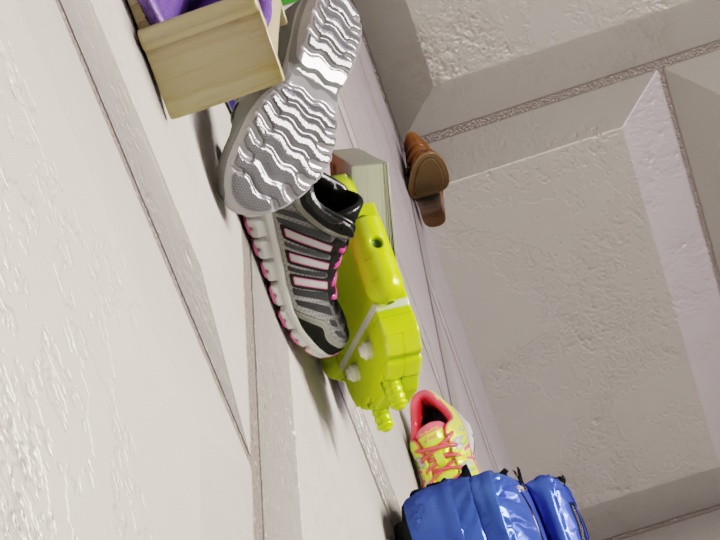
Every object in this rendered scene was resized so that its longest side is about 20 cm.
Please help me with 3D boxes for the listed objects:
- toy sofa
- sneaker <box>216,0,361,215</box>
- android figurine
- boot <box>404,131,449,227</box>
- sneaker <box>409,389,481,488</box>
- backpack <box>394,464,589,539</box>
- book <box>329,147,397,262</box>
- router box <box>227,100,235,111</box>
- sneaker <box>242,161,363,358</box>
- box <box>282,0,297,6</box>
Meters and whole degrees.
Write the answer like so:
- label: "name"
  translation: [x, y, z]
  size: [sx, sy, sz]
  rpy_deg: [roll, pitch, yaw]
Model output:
- label: "toy sofa"
  translation: [-0.102, -0.183, 1.467]
  size: [0.200, 0.083, 0.098]
  rpy_deg: [-93, 165, -72]
- label: "sneaker"
  translation: [-0.061, -0.116, 1.570]
  size: [0.075, 0.082, 0.200]
  rpy_deg: [45, 50, -28]
- label: "android figurine"
  translation: [0.000, 0.030, 1.726]
  size: [0.182, 0.041, 0.200]
  rpy_deg: [121, -44, -62]
- label: "boot"
  translation: [0.115, -0.192, 3.823]
  size: [0.200, 0.076, 0.156]
  rpy_deg: [70, 7, -55]
- label: "sneaker"
  translation: [0.088, 0.207, 2.299]
  size: [0.090, 0.078, 0.200]
  rpy_deg: [58, 8, -39]
- label: "backpack"
  translation: [0.118, 0.249, 1.926]
  size: [0.163, 0.167, 0.200]
  rpy_deg: [67, 8, 12]
- label: "book"
  translation: [0.000, 0.000, 1.863]
  size: [0.134, 0.048, 0.201]
  rpy_deg: [-139, -136, -76]
- label: "router box"
  translation: [-0.114, -0.243, 1.726]
  size: [0.200, 0.049, 0.180]
  rpy_deg: [67, 8, -46]
- label: "sneaker"
  translation: [-0.033, -0.021, 1.630]
  size: [0.074, 0.087, 0.200]
  rpy_deg: [-99, 170, -60]
- label: "box"
  translation: [-0.035, -0.306, 1.948]
  size: [0.176, 0.199, 0.097]
  rpy_deg: [-86, 158, -79]
